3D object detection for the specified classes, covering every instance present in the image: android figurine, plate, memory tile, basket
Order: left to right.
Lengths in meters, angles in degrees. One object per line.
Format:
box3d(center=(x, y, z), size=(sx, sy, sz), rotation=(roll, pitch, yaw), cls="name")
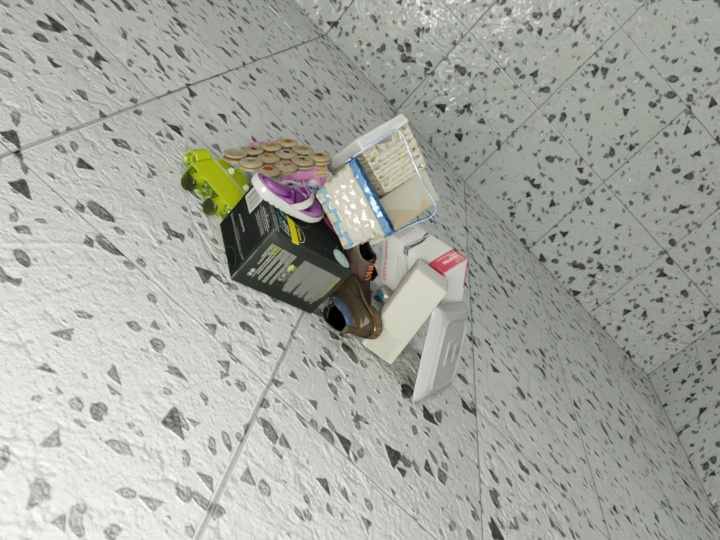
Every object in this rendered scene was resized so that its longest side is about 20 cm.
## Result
box3d(center=(-0.268, -0.163, 1.303), size=(0.183, 0.041, 0.200), rotation=(49, 23, 2), cls="android figurine")
box3d(center=(-0.171, -0.235, 1.370), size=(0.151, 0.017, 0.198), rotation=(28, 35, 32), cls="memory tile")
box3d(center=(0.026, -0.147, 1.257), size=(0.180, 0.196, 0.139), rotation=(64, 11, -7), cls="basket")
box3d(center=(0.033, -0.227, 1.410), size=(0.125, 0.134, 0.199), rotation=(60, -21, -7), cls="basket")
box3d(center=(0.179, 0.171, 1.404), size=(0.032, 0.205, 0.199), rotation=(15, 7, 26), cls="plate")

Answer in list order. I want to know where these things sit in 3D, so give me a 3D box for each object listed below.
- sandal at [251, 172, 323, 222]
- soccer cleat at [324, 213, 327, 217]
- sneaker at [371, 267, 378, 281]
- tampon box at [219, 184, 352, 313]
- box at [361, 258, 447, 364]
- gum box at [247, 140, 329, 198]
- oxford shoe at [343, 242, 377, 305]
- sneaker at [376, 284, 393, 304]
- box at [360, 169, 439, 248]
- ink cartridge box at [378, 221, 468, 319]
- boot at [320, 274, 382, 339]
box3d(center=(-0.114, -0.134, 1.182), size=(0.083, 0.050, 0.201), rotation=(56, 20, 20), cls="sandal")
box3d(center=(-0.136, -0.151, 1.463), size=(0.196, 0.068, 0.082), rotation=(6, 37, -38), cls="soccer cleat")
box3d(center=(-0.017, -0.008, 1.477), size=(0.078, 0.071, 0.199), rotation=(45, 19, 14), cls="sneaker")
box3d(center=(-0.138, -0.042, 1.225), size=(0.198, 0.126, 0.152), rotation=(27, 29, -41), cls="tampon box")
box3d(center=(0.088, 0.083, 1.337), size=(0.081, 0.201, 0.069), rotation=(35, 21, -5), cls="box")
box3d(center=(-0.158, -0.215, 1.425), size=(0.111, 0.068, 0.200), rotation=(-9, 33, -29), cls="gum box")
box3d(center=(0.000, 0.000, 1.392), size=(0.071, 0.071, 0.204), rotation=(-46, 130, -48), cls="oxford shoe")
box3d(center=(0.116, 0.060, 1.600), size=(0.197, 0.081, 0.077), rotation=(12, 41, -47), cls="sneaker")
box3d(center=(0.072, -0.135, 1.433), size=(0.199, 0.094, 0.079), rotation=(-36, 100, -37), cls="box")
box3d(center=(0.135, -0.001, 1.482), size=(0.083, 0.148, 0.199), rotation=(-26, 47, -32), cls="ink cartridge box")
box3d(center=(-0.042, 0.055, 1.311), size=(0.096, 0.076, 0.200), rotation=(8, 33, -49), cls="boot")
